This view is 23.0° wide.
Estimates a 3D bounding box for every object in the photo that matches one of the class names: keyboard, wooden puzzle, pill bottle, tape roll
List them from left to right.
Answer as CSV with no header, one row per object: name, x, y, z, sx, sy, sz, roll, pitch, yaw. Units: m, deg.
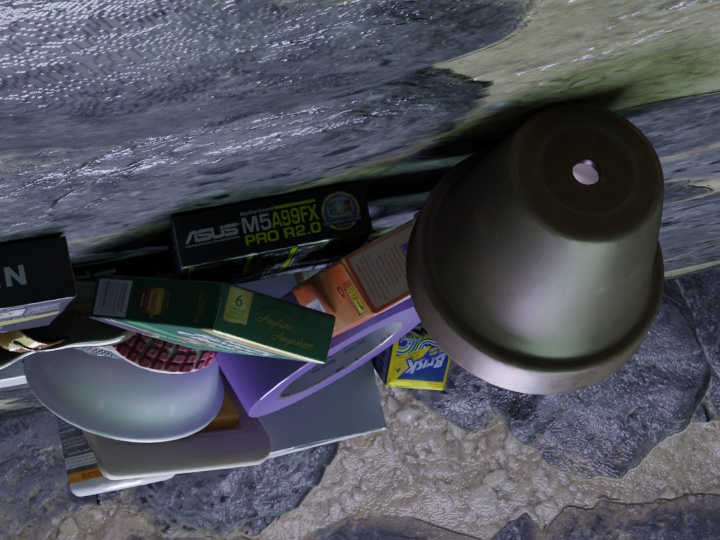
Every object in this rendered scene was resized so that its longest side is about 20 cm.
pill bottle,-0.268,0.133,1.886,0.116,0.200,0.116,-11,175,-1
wooden puzzle,-0.204,0.122,1.779,0.185,0.200,0.037,-2,130,-30
keyboard,-0.133,-0.008,1.692,0.127,0.021,0.200,-9,178,35
tape roll,-0.033,0.057,1.641,0.200,0.066,0.200,-30,170,-6

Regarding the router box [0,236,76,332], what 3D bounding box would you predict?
router box,-0.339,0.025,1.419,0.200,0.052,0.157,-9,173,-20

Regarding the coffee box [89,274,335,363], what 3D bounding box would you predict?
coffee box,-0.129,0.040,1.500,0.123,0.044,0.200,20,169,-39

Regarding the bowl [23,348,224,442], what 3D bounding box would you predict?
bowl,-0.222,0.072,1.733,0.201,0.201,0.090,-7,129,-36

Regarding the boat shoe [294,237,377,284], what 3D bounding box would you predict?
boat shoe,0.000,0.000,1.789,0.065,0.072,0.200,-23,171,20

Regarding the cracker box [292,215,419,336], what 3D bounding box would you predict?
cracker box,0.055,-0.017,1.501,0.200,0.058,0.134,-29,179,-23

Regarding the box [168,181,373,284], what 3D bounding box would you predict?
box,-0.081,-0.025,1.506,0.160,0.044,0.200,-10,174,-7

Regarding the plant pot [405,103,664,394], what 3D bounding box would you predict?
plant pot,0.144,-0.030,1.306,0.200,0.201,0.175,-10,157,-14

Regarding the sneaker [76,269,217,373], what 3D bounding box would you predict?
sneaker,-0.225,0.042,1.632,0.200,0.081,0.075,14,177,-9

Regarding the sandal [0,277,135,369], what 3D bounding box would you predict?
sandal,-0.285,0.046,1.546,0.200,0.082,0.055,-5,176,-16

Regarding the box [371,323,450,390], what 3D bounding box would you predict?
box,0.035,0.056,1.915,0.070,0.064,0.200,5,-158,-19

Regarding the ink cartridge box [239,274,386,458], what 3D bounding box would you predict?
ink cartridge box,-0.081,0.095,1.894,0.144,0.200,0.145,-9,174,-25

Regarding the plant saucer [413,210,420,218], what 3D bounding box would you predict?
plant saucer,0.134,-0.038,1.738,0.200,0.070,0.019,-9,-159,-29

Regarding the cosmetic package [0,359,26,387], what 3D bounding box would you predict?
cosmetic package,-0.435,0.094,1.811,0.200,0.071,0.101,-10,174,-20
